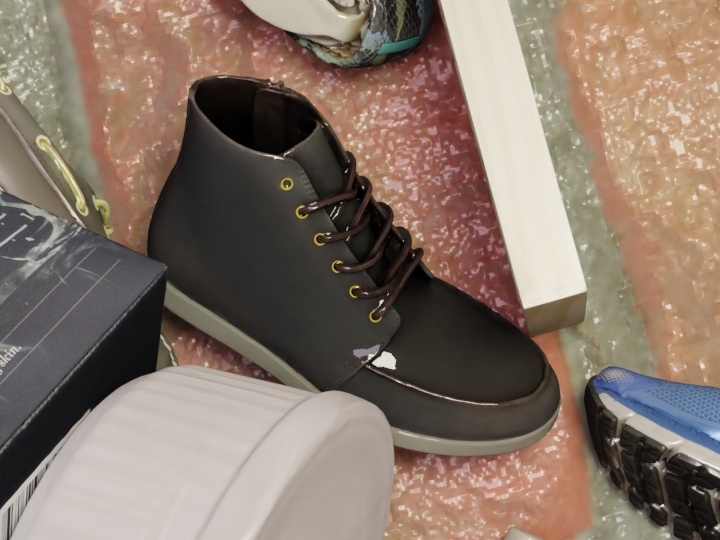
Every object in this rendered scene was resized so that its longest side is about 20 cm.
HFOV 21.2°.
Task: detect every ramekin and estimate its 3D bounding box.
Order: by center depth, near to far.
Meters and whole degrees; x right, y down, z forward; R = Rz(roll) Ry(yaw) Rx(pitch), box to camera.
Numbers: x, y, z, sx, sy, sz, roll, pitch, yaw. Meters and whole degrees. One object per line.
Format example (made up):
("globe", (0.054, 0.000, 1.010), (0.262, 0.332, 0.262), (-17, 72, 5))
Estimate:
("ramekin", (-0.071, 0.132, 0.773), (0.094, 0.202, 0.203), (21, 85, 18))

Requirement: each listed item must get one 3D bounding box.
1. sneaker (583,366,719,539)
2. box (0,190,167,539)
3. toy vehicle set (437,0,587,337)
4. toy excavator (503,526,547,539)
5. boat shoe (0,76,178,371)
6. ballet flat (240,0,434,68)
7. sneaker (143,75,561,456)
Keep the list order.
("sneaker", (0.192, 0.077, 0.816), (0.199, 0.079, 0.089), (17, 60, 15))
("box", (-0.210, 0.056, 0.756), (0.196, 0.124, 0.200), (22, 41, 13))
("toy vehicle set", (0.057, -0.076, 0.818), (0.026, 0.124, 0.201), (-15, 81, 4))
("toy excavator", (0.168, 0.165, 0.778), (0.199, 0.194, 0.100), (26, 85, -19))
("boat shoe", (-0.146, -0.024, 0.859), (0.202, 0.072, 0.060), (49, 54, -2))
("ballet flat", (-0.059, -0.155, 0.863), (0.199, 0.074, 0.075), (30, 86, 10))
("sneaker", (0.000, 0.000, 0.814), (0.199, 0.107, 0.075), (24, 43, 9))
